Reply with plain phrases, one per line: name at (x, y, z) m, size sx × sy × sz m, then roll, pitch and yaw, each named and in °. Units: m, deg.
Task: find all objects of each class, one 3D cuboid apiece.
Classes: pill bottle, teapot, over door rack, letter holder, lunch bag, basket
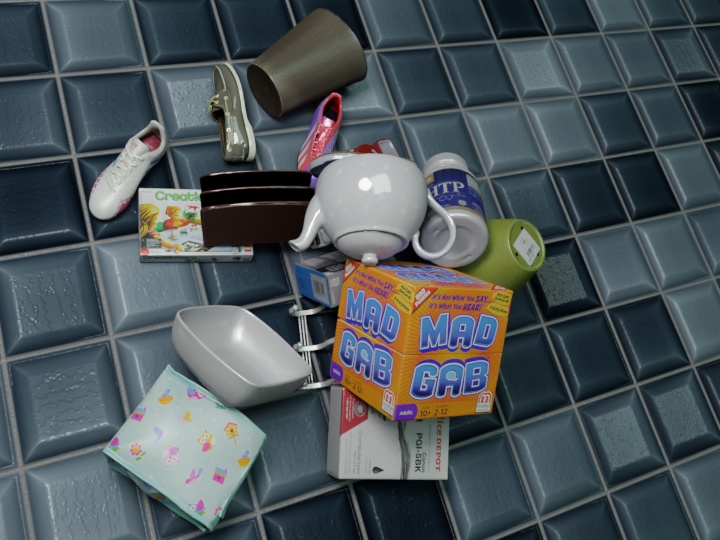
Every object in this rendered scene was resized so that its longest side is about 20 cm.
pill bottle at (0.158, -0.115, 1.285) m, size 0.117 × 0.121 × 0.202 m, roll 14°, pitch 41°, yaw -13°
teapot at (0.021, -0.080, 1.138) m, size 0.196 × 0.197 × 0.149 m, roll 22°, pitch 61°, yaw -49°
over door rack at (-0.022, 0.128, 1.287) m, size 0.196 × 0.067 × 0.151 m, roll -1°, pitch 70°, yaw -20°
letter holder at (-0.174, -0.121, 1.234) m, size 0.195 × 0.143 × 0.103 m, roll -4°, pitch 69°, yaw -11°
lunch bag at (-0.262, 0.275, 1.112) m, size 0.198 × 0.122 × 0.172 m, roll 32°, pitch 61°, yaw 2°
basket at (-0.115, -0.401, 1.435) m, size 0.199 × 0.137 × 0.180 m, roll -39°, pitch 72°, yaw -24°

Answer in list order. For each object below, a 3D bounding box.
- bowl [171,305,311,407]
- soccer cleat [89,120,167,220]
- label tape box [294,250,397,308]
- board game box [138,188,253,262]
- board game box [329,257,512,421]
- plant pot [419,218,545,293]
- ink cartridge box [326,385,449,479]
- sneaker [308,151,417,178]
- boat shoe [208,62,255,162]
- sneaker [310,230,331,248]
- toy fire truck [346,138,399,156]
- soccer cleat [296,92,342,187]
bowl at (-0.198, 0.142, 1.158) m, size 0.199 × 0.075 × 0.199 m, roll 39°, pitch 16°, yaw 22°
soccer cleat at (-0.407, -0.181, 1.264) m, size 0.069 × 0.086 × 0.202 m, roll 31°, pitch 62°, yaw -5°
label tape box at (0.000, 0.000, 1.298) m, size 0.197 × 0.144 × 0.065 m, roll -17°, pitch 106°, yaw -25°
board game box at (-0.294, -0.080, 1.292) m, size 0.196 × 0.035 × 0.129 m, roll -1°, pitch 69°, yaw -20°
board game box at (0.093, 0.104, 1.169) m, size 0.196 × 0.199 × 0.205 m, roll 3°, pitch 100°, yaw -33°
plant pot at (0.239, -0.018, 1.340) m, size 0.184 × 0.199 × 0.191 m, roll 12°, pitch 68°, yaw -31°
ink cartridge box at (0.049, 0.274, 1.226) m, size 0.195 × 0.083 × 0.151 m, roll 5°, pitch 82°, yaw -17°
sneaker at (0.006, -0.143, 1.276) m, size 0.195 × 0.070 × 0.111 m, roll 3°, pitch 73°, yaw -7°
boat shoe at (-0.253, -0.302, 1.376) m, size 0.059 × 0.072 × 0.206 m, roll -11°, pitch 76°, yaw -28°
sneaker at (-0.024, -0.080, 1.315) m, size 0.080 × 0.197 × 0.077 m, roll -29°, pitch 118°, yaw -39°
toy fire truck at (0.047, -0.159, 1.412) m, size 0.166 × 0.112 × 0.203 m, roll -20°, pitch 77°, yaw -41°
soccer cleat at (-0.077, -0.256, 1.419) m, size 0.067 × 0.073 × 0.204 m, roll 19°, pitch 64°, yaw -11°
